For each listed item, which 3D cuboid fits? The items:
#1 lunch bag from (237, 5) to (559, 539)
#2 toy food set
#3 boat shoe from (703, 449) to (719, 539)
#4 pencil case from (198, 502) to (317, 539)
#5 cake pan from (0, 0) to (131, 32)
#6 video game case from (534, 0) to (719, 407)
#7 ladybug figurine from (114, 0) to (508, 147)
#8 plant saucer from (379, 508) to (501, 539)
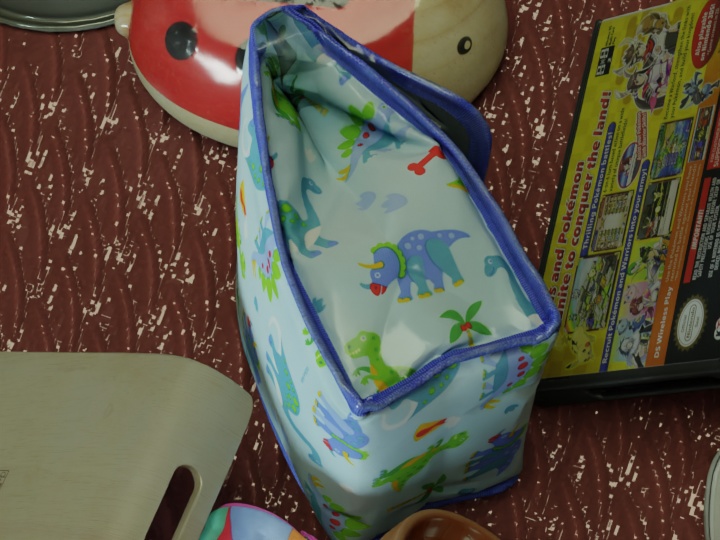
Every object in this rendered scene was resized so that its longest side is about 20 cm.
[{"bbox_3d":[0.000,0.000,1.260,0.127,0.170,0.201,-23,64,-16],"label":"lunch bag"},{"bbox_3d":[-0.152,0.113,1.269,0.199,0.060,0.144,-1,53,38],"label":"toy food set"},{"bbox_3d":[0.205,0.161,1.233,0.073,0.065,0.201,-19,68,2],"label":"boat shoe"},{"bbox_3d":[-0.070,0.201,1.194,0.088,0.089,0.201,18,62,15],"label":"pencil case"},{"bbox_3d":[-0.153,-0.224,1.448,0.199,0.037,0.201,-3,70,8],"label":"cake pan"},{"bbox_3d":[0.157,-0.039,1.276,0.180,0.025,0.201,-10,61,52],"label":"video game case"},{"bbox_3d":[-0.027,-0.127,1.368,0.199,0.072,0.137,-3,75,7],"label":"ladybug figurine"},{"bbox_3d":[0.067,0.196,1.179,0.032,0.200,0.201,-36,67,20],"label":"plant saucer"}]
